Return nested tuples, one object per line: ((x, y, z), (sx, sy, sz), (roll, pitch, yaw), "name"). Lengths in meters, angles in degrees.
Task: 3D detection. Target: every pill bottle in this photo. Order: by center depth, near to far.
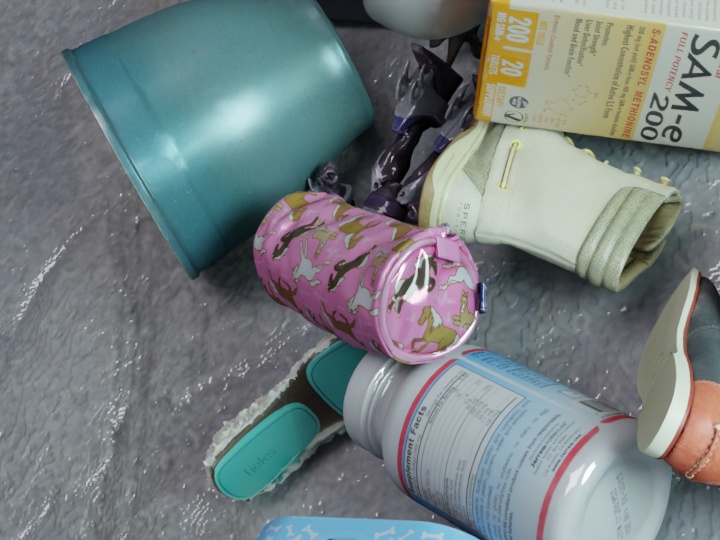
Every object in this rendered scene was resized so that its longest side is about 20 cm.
((0.085, 0.111, 0.973), (0.200, 0.109, 0.109), (25, 78, 43), "pill bottle")

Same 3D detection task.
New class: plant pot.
((-0.098, -0.124, 1.205), (0.188, 0.200, 0.200), (-29, 48, -4), "plant pot")

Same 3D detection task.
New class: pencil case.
((0.000, 0.000, 1.030), (0.086, 0.083, 0.200), (-27, 22, -22), "pencil case")

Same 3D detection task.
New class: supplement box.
((0.179, -0.146, 1.001), (0.200, 0.126, 0.074), (7, 60, 3), "supplement box")

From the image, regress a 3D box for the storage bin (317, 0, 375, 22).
((-0.022, -0.286, 1.252), (0.134, 0.200, 0.146), (14, 71, 28), "storage bin")

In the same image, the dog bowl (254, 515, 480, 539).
((0.009, 0.200, 0.976), (0.200, 0.112, 0.050), (-3, 47, 34), "dog bowl")

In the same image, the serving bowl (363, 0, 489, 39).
((0.091, -0.232, 1.060), (0.066, 0.200, 0.200), (40, 88, 13), "serving bowl")

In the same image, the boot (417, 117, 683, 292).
((0.146, -0.068, 1.064), (0.155, 0.072, 0.200), (19, 44, 21), "boot")

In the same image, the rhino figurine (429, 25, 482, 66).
((0.091, -0.241, 1.214), (0.060, 0.087, 0.200), (14, 67, -2), "rhino figurine")

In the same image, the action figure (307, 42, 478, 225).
((0.025, -0.060, 1.152), (0.130, 0.069, 0.200), (27, 84, 32), "action figure")

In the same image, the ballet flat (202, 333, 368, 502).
((-0.032, 0.085, 1.105), (0.200, 0.072, 0.072), (-35, 48, 9), "ballet flat")

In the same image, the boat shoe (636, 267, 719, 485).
((0.203, 0.061, 0.919), (0.200, 0.063, 0.071), (-65, -3, -65), "boat shoe")
